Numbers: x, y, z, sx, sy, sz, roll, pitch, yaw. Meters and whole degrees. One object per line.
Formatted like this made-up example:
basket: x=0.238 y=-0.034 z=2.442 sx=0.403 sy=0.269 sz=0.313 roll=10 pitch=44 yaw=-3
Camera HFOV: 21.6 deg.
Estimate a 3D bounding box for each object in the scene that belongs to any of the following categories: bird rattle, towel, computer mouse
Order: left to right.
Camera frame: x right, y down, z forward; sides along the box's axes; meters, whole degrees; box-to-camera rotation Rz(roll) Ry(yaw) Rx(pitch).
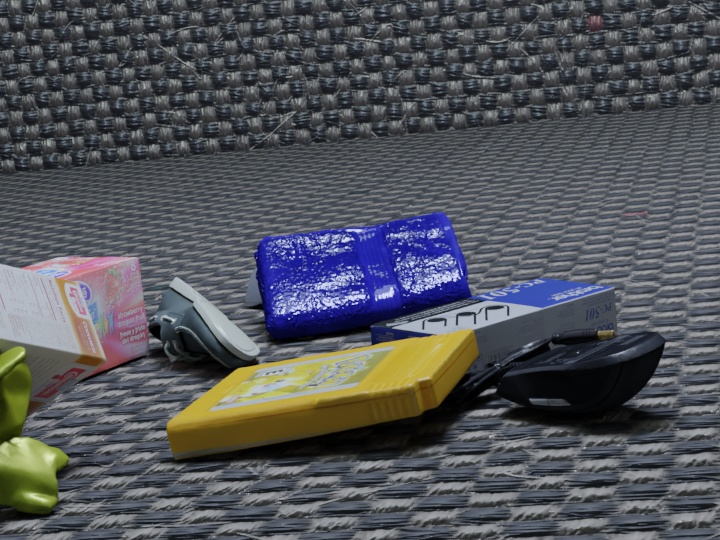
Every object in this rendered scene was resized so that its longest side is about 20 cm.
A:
bird rattle: x=-0.302 y=0.136 z=1.287 sx=0.199 sy=0.113 sz=0.163 roll=-18 pitch=-4 yaw=-7
towel: x=0.000 y=0.000 z=1.795 sx=0.199 sy=0.050 sz=0.148 roll=-11 pitch=31 yaw=-4
computer mouse: x=0.163 y=0.075 z=1.383 sx=0.140 sy=0.046 sz=0.199 roll=-22 pitch=5 yaw=-43

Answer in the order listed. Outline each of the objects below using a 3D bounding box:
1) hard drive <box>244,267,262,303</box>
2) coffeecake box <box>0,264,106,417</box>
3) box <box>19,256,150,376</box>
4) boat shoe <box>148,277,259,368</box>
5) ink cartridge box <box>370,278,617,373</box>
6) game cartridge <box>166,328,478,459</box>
hard drive: x=-0.007 y=0.005 z=1.932 sx=0.199 sy=0.043 sz=0.135 roll=-1 pitch=11 yaw=34
coffeecake box: x=-0.306 y=0.060 z=1.332 sx=0.153 sy=0.073 sz=0.200 roll=-34 pitch=-26 yaw=23
box: x=-0.290 y=0.051 z=1.690 sx=0.102 sy=0.095 sz=0.200 roll=0 pitch=11 yaw=32
boat shoe: x=-0.146 y=0.061 z=1.700 sx=0.062 sy=0.073 sz=0.200 roll=-51 pitch=23 yaw=-2
ink cartridge box: x=0.113 y=0.049 z=1.566 sx=0.199 sy=0.045 sz=0.094 roll=-14 pitch=13 yaw=-39
game cartridge: x=-0.024 y=0.088 z=1.401 sx=0.199 sy=0.033 sz=0.176 roll=-13 pitch=7 yaw=16
